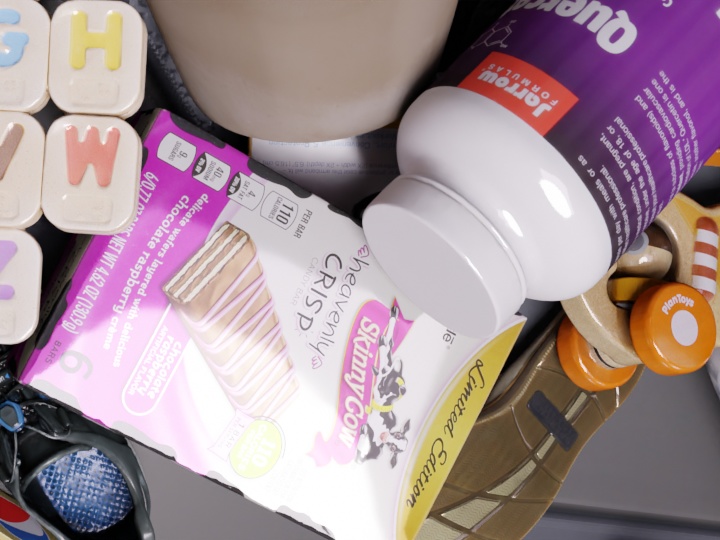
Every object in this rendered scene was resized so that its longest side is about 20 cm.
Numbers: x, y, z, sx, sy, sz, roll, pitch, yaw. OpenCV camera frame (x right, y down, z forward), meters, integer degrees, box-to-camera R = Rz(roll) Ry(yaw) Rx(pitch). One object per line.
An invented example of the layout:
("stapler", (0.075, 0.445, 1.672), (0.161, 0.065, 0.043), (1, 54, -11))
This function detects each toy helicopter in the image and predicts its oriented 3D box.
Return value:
("toy helicopter", (0.180, -0.025, 0.910), (0.199, 0.079, 0.133), (-20, 90, -32))

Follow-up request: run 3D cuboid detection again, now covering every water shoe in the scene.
("water shoe", (-0.157, 0.061, 0.797), (0.071, 0.079, 0.200), (-38, 118, -5))

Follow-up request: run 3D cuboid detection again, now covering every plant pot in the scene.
("plant pot", (-0.026, -0.159, 0.726), (0.199, 0.200, 0.174), (-17, 131, -15))

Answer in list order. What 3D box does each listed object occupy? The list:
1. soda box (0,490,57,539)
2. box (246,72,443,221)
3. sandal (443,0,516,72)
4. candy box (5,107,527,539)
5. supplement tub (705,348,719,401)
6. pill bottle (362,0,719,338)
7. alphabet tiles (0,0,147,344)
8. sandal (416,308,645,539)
("soda box", (-0.169, 0.163, 0.838), (0.200, 0.064, 0.068), (39, 92, -28))
("box", (0.000, 0.000, 0.841), (0.118, 0.042, 0.201), (1, 116, -6))
("sandal", (0.066, -0.090, 0.857), (0.075, 0.048, 0.201), (22, 113, -23))
("candy box", (-0.042, 0.033, 0.772), (0.199, 0.061, 0.137), (29, 85, -18))
("supplement tub", (0.283, 0.101, 0.966), (0.122, 0.123, 0.201), (-32, 117, -9))
("pill bottle", (0.094, -0.066, 0.745), (0.200, 0.112, 0.113), (-46, 120, -21))
("alphabet tiles", (-0.192, -0.069, 0.714), (0.199, 0.015, 0.197), (3, 85, 0))
("sandal", (0.080, 0.087, 0.922), (0.200, 0.054, 0.080), (-46, 113, -18))
